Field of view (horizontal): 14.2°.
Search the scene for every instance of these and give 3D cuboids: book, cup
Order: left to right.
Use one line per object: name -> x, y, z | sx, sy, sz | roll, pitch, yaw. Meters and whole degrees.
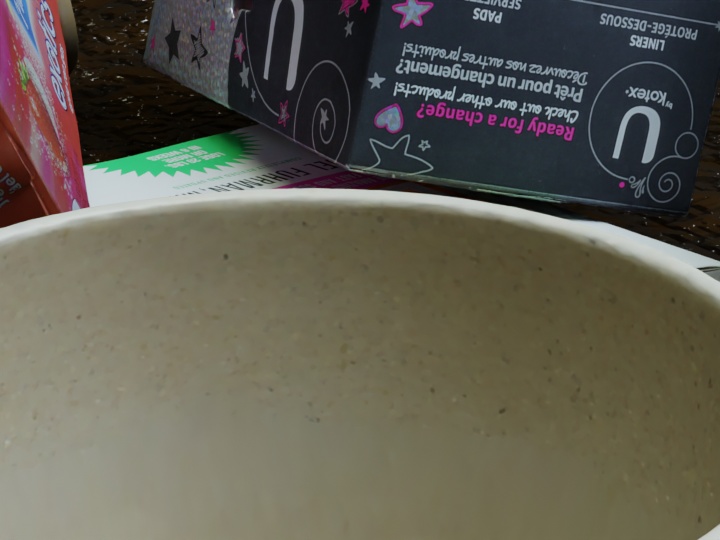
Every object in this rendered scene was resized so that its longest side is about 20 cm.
cup -> -0.014, 0.085, 0.579 | 0.199, 0.144, 0.200 | 0, 24, 0
book -> 0.000, 0.000, 0.911 | 0.133, 0.048, 0.200 | -17, 26, -41

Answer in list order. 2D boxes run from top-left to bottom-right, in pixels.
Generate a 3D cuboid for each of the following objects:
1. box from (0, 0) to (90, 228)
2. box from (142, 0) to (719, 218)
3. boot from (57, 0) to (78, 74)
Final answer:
box -> -0.154, -0.073, 0.923 | 0.099, 0.096, 0.200 | -22, 38, 5
box -> 0.022, -0.096, 0.976 | 0.132, 0.115, 0.200 | 7, 10, -25
boot -> -0.211, -0.101, 1.099 | 0.155, 0.077, 0.200 | -18, 31, -33
